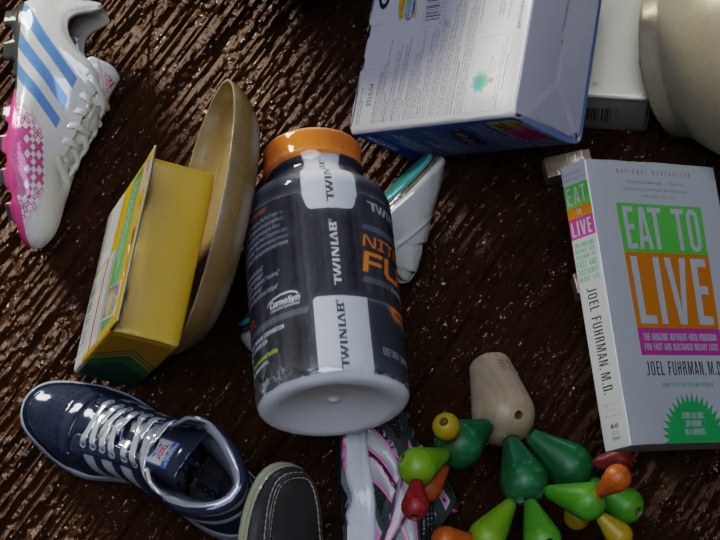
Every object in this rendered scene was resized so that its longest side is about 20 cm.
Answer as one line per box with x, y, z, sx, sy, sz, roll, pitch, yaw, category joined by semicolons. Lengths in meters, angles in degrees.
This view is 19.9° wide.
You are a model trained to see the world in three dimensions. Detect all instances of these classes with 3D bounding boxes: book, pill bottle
0.206;0.026;1.440;0.133;0.048;0.201;2;74;-42;book
-0.027;0.003;1.408;0.106;0.106;0.201;-7;64;2;pill bottle

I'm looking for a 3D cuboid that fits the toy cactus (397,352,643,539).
0.108;0.123;1.430;0.199;0.103;0.166;3;46;-20;toy cactus

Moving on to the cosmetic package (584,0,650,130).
0.173;-0.212;1.546;0.103;0.073;0.201;3;75;5;cosmetic package

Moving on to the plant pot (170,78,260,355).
-0.105;-0.035;1.457;0.027;0.200;0.201;13;74;-12;plant pot

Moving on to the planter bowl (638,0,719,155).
0.282;-0.162;1.476;0.134;0.200;0.202;-4;71;31;planter bowl

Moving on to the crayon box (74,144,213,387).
-0.151;0.002;1.438;0.051;0.200;0.127;14;75;-12;crayon box

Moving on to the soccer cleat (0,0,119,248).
-0.225;-0.117;1.547;0.086;0.070;0.201;-4;73;3;soccer cleat

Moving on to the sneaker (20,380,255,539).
-0.159;0.123;1.452;0.199;0.109;0.070;25;76;11;sneaker

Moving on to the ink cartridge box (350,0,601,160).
0.072;-0.157;1.488;0.199;0.076;0.137;-1;74;45;ink cartridge box

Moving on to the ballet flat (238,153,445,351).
0.000;0.000;1.507;0.200;0.069;0.069;-42;75;-4;ballet flat

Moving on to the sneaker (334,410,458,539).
0.026;0.151;1.457;0.086;0.080;0.201;0;82;-7;sneaker

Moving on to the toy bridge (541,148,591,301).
0.188;0.006;1.503;0.067;0.027;0.201;-13;73;-1;toy bridge

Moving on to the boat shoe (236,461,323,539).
-0.042;0.234;1.409;0.073;0.065;0.201;-2;93;-39;boat shoe
